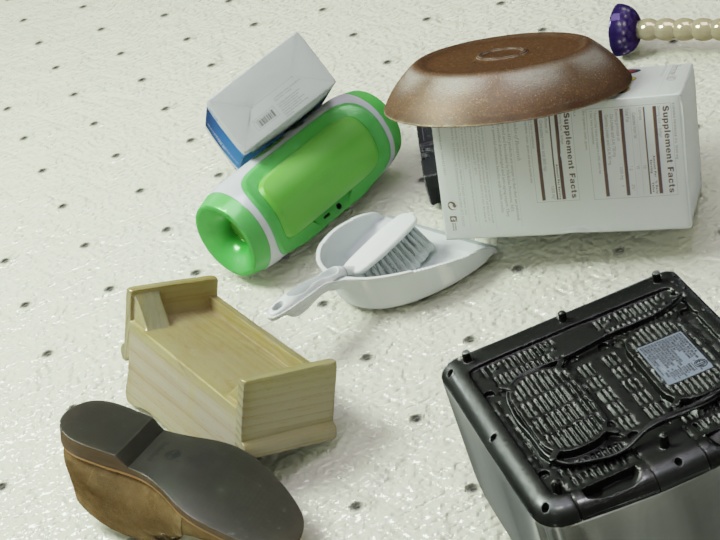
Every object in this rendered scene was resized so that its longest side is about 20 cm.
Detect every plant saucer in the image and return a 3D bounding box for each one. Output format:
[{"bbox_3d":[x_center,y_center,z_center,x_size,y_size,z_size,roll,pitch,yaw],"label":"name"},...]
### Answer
[{"bbox_3d":[0.115,-0.158,1.214,0.200,0.037,0.200,-8,18,3],"label":"plant saucer"}]

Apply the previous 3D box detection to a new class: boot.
[{"bbox_3d":[-0.126,0.162,1.075,0.200,0.076,0.074,22,35,25],"label":"boot"}]

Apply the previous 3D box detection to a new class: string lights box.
[{"bbox_3d":[-0.087,-0.150,1.402,0.103,0.059,0.200,-38,3,-6],"label":"string lights box"}]

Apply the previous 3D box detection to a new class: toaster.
[{"bbox_3d":[0.173,0.112,0.954,0.180,0.119,0.200,-23,33,-7],"label":"toaster"}]

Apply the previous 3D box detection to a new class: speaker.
[{"bbox_3d":[-0.052,-0.080,1.358,0.088,0.089,0.200,17,46,41],"label":"speaker"}]

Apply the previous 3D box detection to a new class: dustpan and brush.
[{"bbox_3d":[0.000,0.000,1.246,0.139,0.057,0.200,18,47,41],"label":"dustpan and brush"}]

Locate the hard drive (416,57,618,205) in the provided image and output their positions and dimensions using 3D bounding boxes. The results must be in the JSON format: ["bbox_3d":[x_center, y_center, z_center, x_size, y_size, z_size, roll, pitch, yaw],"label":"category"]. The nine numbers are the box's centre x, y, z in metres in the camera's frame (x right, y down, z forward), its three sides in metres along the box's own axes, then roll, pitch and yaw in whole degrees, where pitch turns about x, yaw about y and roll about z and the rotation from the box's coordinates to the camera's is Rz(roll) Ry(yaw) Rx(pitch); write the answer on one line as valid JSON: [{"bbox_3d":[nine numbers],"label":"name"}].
[{"bbox_3d":[0.152,-0.128,1.384,0.199,0.038,0.140,-14,34,6],"label":"hard drive"}]

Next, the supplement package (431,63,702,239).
[{"bbox_3d":[0.171,-0.097,1.238,0.199,0.110,0.114,-3,19,18],"label":"supplement package"}]

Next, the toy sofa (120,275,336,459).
[{"bbox_3d":[-0.104,0.084,1.170,0.083,0.098,0.200,-10,25,-33],"label":"toy sofa"}]

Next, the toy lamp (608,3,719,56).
[{"bbox_3d":[0.335,-0.228,1.428,0.199,0.058,0.058,6,40,29],"label":"toy lamp"}]
